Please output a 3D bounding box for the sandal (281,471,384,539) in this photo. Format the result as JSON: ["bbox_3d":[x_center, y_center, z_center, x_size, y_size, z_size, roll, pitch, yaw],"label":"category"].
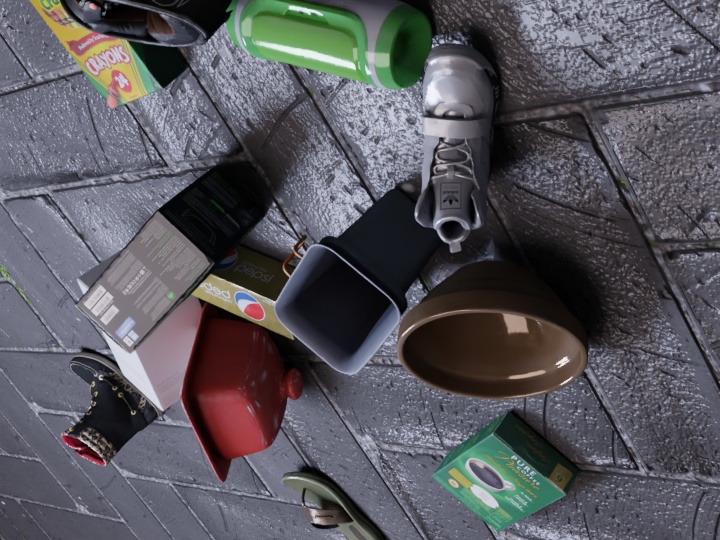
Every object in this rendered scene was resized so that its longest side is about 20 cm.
[{"bbox_3d":[-0.046,0.390,2.027,0.201,0.057,0.080,43,148,-2],"label":"sandal"}]

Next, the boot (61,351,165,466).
[{"bbox_3d":[-0.452,0.235,2.182,0.200,0.151,0.073,30,146,17],"label":"boot"}]

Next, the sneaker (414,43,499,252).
[{"bbox_3d":[0.092,-0.112,1.215,0.075,0.115,0.200,2,140,9],"label":"sneaker"}]

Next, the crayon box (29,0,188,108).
[{"bbox_3d":[-0.305,-0.292,1.491,0.127,0.051,0.200,-9,122,51],"label":"crayon box"}]

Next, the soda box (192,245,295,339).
[{"bbox_3d":[-0.154,0.016,1.687,0.200,0.064,0.068,22,143,28],"label":"soda box"}]

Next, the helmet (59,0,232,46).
[{"bbox_3d":[-0.203,-0.325,1.213,0.200,0.191,0.200,10,174,1],"label":"helmet"}]

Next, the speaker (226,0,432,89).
[{"bbox_3d":[-0.033,-0.233,1.242,0.200,0.088,0.088,19,142,31],"label":"speaker"}]

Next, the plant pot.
[{"bbox_3d":[0.141,0.054,1.362,0.201,0.093,0.201,4,148,3],"label":"plant pot"}]

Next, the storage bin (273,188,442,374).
[{"bbox_3d":[0.000,0.000,1.440,0.146,0.134,0.200,39,147,3],"label":"storage bin"}]

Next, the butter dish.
[{"bbox_3d":[-0.153,0.163,1.787,0.148,0.200,0.200,-6,132,13],"label":"butter dish"}]

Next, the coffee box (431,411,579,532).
[{"bbox_3d":[0.183,0.262,1.646,0.123,0.044,0.200,40,148,2],"label":"coffee box"}]

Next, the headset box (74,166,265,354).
[{"bbox_3d":[-0.227,-0.018,1.564,0.093,0.200,0.174,43,114,-4],"label":"headset box"}]

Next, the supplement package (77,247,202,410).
[{"bbox_3d":[-0.297,0.076,1.837,0.121,0.120,0.200,34,151,41],"label":"supplement package"}]
